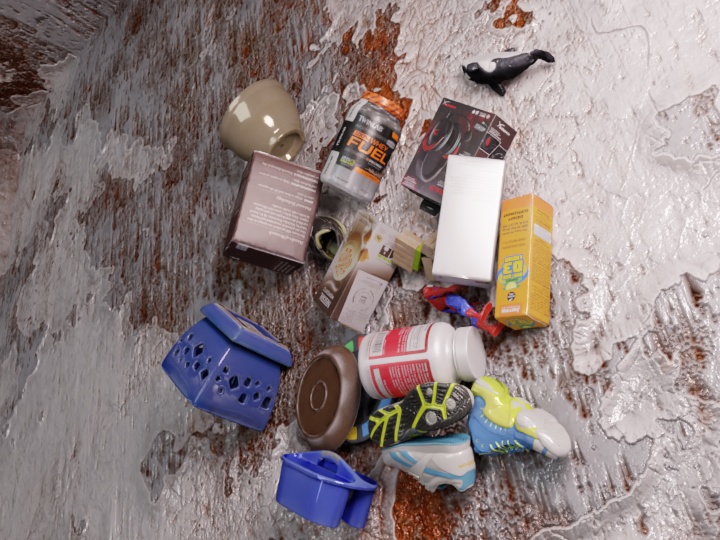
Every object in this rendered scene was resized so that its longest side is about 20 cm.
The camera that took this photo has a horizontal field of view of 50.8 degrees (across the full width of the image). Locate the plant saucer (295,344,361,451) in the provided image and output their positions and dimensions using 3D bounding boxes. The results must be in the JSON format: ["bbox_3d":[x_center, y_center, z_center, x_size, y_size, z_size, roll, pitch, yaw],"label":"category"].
[{"bbox_3d":[-0.069,0.239,1.430,0.199,0.032,0.206,-29,54,48],"label":"plant saucer"}]

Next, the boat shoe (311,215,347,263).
[{"bbox_3d":[-0.065,-0.066,1.585,0.073,0.065,0.201,-59,40,13],"label":"boat shoe"}]

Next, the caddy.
[{"bbox_3d":[-0.060,0.372,1.327,0.197,0.139,0.108,9,83,48],"label":"caddy"}]

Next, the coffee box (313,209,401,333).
[{"bbox_3d":[0.000,0.000,1.460,0.204,0.078,0.114,-63,26,4],"label":"coffee box"}]

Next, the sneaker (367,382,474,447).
[{"bbox_3d":[0.101,0.224,1.222,0.197,0.076,0.077,-25,77,35],"label":"sneaker"}]

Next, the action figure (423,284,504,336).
[{"bbox_3d":[0.165,0.055,1.279,0.052,0.065,0.199,-57,31,-8],"label":"action figure"}]

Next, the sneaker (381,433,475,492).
[{"bbox_3d":[0.104,0.312,1.224,0.198,0.075,0.083,-17,85,53],"label":"sneaker"}]

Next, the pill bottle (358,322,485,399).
[{"bbox_3d":[0.102,0.149,1.260,0.196,0.112,0.115,-11,64,29],"label":"pill bottle"}]

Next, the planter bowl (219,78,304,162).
[{"bbox_3d":[-0.215,-0.326,1.794,0.135,0.199,0.201,45,108,19],"label":"planter bowl"}]

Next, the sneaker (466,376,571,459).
[{"bbox_3d":[0.229,0.247,1.133,0.200,0.074,0.108,39,114,56],"label":"sneaker"}]

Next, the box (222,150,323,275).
[{"bbox_3d":[-0.189,-0.120,1.632,0.166,0.160,0.206,155,129,-70],"label":"box"}]

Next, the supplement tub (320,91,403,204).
[{"bbox_3d":[0.007,-0.251,1.549,0.122,0.121,0.204,25,92,49],"label":"supplement tub"}]

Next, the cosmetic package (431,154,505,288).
[{"bbox_3d":[0.180,-0.080,1.249,0.099,0.074,0.206,8,81,13],"label":"cosmetic package"}]

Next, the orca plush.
[{"bbox_3d":[0.266,-0.360,1.384,0.197,0.073,0.105,1,28,43],"label":"orca plush"}]

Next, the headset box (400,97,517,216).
[{"bbox_3d":[0.171,-0.194,1.381,0.148,0.074,0.204,34,98,48],"label":"headset box"}]

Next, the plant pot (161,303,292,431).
[{"bbox_3d":[-0.272,0.194,1.600,0.199,0.198,0.183,30,88,49],"label":"plant pot"}]

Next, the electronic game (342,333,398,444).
[{"bbox_3d":[-0.001,0.218,1.406,0.197,0.041,0.205,-23,57,40],"label":"electronic game"}]

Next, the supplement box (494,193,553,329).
[{"bbox_3d":[0.262,-0.014,1.209,0.066,0.068,0.206,-12,66,43],"label":"supplement box"}]

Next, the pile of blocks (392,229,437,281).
[{"bbox_3d":[0.148,-0.031,1.357,0.196,0.084,0.062,9,35,39],"label":"pile of blocks"}]
